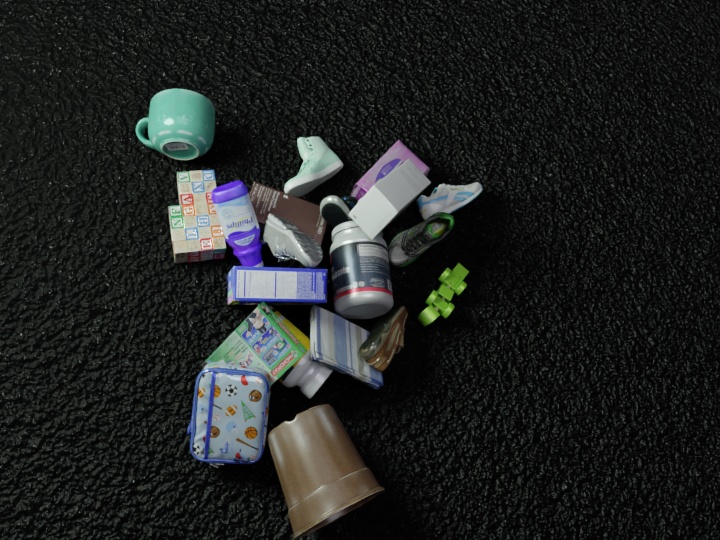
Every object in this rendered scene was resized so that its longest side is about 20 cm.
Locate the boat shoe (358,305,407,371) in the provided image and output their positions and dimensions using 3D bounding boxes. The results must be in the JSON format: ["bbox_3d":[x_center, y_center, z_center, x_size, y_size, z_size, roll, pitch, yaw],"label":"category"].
[{"bbox_3d":[0.062,0.158,1.409,0.074,0.075,0.200,52,39,-9],"label":"boat shoe"}]

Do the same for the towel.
[{"bbox_3d":[-0.032,0.169,1.359,0.199,0.024,0.148,29,37,-31],"label":"towel"}]

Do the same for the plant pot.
[{"bbox_3d":[-0.084,0.392,1.227,0.198,0.201,0.200,-20,67,-23],"label":"plant pot"}]

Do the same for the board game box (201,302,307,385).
[{"bbox_3d":[-0.221,0.180,1.271,0.135,0.200,0.029,46,21,-1],"label":"board game box"}]

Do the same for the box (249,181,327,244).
[{"bbox_3d":[-0.179,-0.122,1.469,0.197,0.075,0.102,19,64,-10],"label":"box"}]

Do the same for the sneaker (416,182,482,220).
[{"bbox_3d":[0.238,-0.195,1.621,0.198,0.076,0.082,-29,86,-25],"label":"sneaker"}]

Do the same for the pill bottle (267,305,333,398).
[{"bbox_3d":[-0.158,0.179,1.328,0.199,0.111,0.112,40,63,2],"label":"pill bottle"}]

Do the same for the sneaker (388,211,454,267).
[{"bbox_3d":[0.146,-0.082,1.523,0.199,0.085,0.078,-38,90,-1],"label":"sneaker"}]

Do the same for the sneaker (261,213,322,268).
[{"bbox_3d":[-0.151,-0.048,1.350,0.074,0.083,0.200,15,18,-42],"label":"sneaker"}]

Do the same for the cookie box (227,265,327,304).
[{"bbox_3d":[-0.185,0.037,1.340,0.197,0.171,0.077,2,84,-15],"label":"cookie box"}]

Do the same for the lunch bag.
[{"bbox_3d":[-0.263,0.289,1.229,0.157,0.076,0.204,7,95,-7],"label":"lunch bag"}]

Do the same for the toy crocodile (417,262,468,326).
[{"bbox_3d":[0.208,0.059,1.523,0.067,0.062,0.201,36,58,1],"label":"toy crocodile"}]

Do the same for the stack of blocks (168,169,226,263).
[{"bbox_3d":[-0.381,-0.125,1.416,0.113,0.059,0.203,-6,70,-19],"label":"stack of blocks"}]

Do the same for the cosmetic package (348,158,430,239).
[{"bbox_3d":[0.070,-0.168,1.425,0.085,0.108,0.200,45,40,-1],"label":"cosmetic package"}]

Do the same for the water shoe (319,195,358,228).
[{"bbox_3d":[-0.043,-0.145,1.460,0.070,0.200,0.080,3,71,17],"label":"water shoe"}]

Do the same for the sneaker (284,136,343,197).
[{"bbox_3d":[-0.143,-0.262,1.527,0.119,0.074,0.200,51,47,1],"label":"sneaker"}]

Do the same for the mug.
[{"bbox_3d":[-0.427,-0.325,1.448,0.150,0.184,0.116,13,65,-38],"label":"mug"}]

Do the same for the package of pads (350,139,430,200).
[{"bbox_3d":[0.080,-0.230,1.590,0.120,0.076,0.200,40,63,2],"label":"package of pads"}]

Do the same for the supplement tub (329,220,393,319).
[{"bbox_3d":[0.000,0.000,1.434,0.138,0.141,0.203,1,68,-16],"label":"supplement tub"}]

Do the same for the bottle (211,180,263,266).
[{"bbox_3d":[-0.268,-0.094,1.380,0.082,0.065,0.203,-18,114,-10],"label":"bottle"}]
